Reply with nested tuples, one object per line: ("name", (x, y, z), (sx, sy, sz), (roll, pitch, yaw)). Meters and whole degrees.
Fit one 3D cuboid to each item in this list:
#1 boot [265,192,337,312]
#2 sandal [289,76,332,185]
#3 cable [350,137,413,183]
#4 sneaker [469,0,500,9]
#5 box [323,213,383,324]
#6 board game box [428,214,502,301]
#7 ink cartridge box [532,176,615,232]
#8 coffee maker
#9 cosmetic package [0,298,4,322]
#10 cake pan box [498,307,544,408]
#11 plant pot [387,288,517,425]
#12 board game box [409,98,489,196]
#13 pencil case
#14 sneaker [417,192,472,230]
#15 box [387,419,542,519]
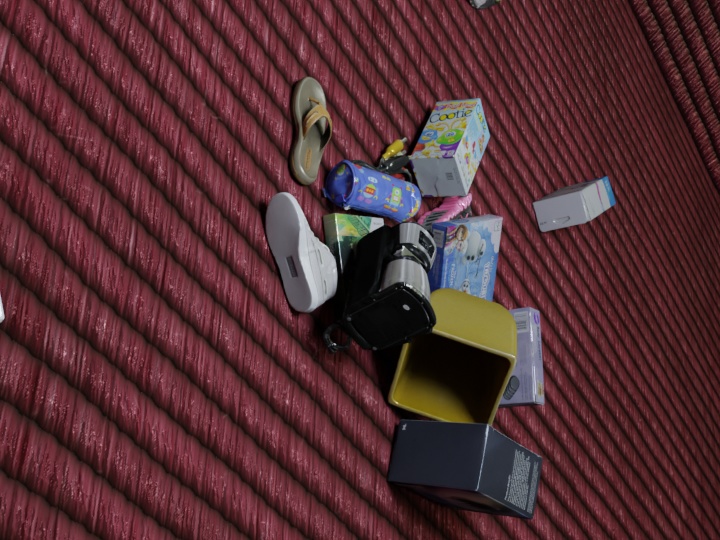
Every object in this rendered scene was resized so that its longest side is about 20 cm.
("boot", (-0.094, -0.036, 1.401), (0.095, 0.073, 0.202), (-27, 110, -57))
("sandal", (-0.081, -0.248, 1.480), (0.080, 0.054, 0.202), (25, 61, -45))
("cable", (0.036, -0.192, 1.642), (0.199, 0.050, 0.098), (-25, 117, -40))
("sneaker", (0.280, -0.711, 2.056), (0.199, 0.074, 0.085), (15, 68, -49))
("box", (0.000, 0.000, 1.526), (0.144, 0.036, 0.202), (1, 78, -52))
("board game box", (0.210, -0.006, 1.717), (0.198, 0.043, 0.202), (-13, 113, -47))
("ink cartridge box", (0.559, -0.174, 2.195), (0.200, 0.144, 0.085), (-28, 102, -52))
("coffee maker", (0.034, 0.024, 1.422), (0.201, 0.190, 0.136), (-81, 161, -54))
("cosmetic package", (-0.494, -0.026, 0.838), (0.199, 0.122, 0.201), (-7, 85, -53))
("cake pan box", (0.277, 0.178, 1.707), (0.052, 0.183, 0.202), (20, 64, -52))
("plant pot", (0.182, 0.142, 1.551), (0.200, 0.193, 0.197), (-63, 168, -53))
("board game box", (0.191, -0.260, 1.773), (0.201, 0.102, 0.105), (-64, 143, -39))
("pencil case", (0.024, -0.141, 1.552), (0.199, 0.078, 0.088), (11, 81, -45))
("sneaker", (0.187, -0.092, 1.769), (0.200, 0.078, 0.096), (-37, 120, -49))
("box", (0.189, 0.360, 1.524), (0.198, 0.199, 0.124), (36, 60, -40))
